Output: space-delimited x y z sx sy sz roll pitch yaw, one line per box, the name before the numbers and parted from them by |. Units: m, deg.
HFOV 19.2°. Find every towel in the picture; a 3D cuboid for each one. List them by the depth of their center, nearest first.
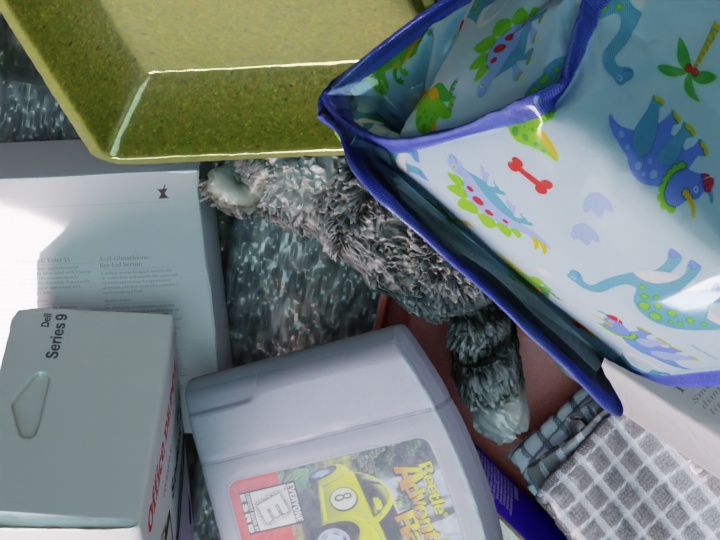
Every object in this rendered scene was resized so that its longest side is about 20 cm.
towel | 0.195 0.121 1.066 0.165 0.086 0.200 -39 99 11

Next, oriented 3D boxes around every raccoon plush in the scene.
raccoon plush | 0.000 0.000 1.050 0.133 0.097 0.201 -9 95 12

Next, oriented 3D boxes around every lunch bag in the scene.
lunch bag | 0.089 -0.035 0.868 0.170 0.200 0.128 42 67 -21

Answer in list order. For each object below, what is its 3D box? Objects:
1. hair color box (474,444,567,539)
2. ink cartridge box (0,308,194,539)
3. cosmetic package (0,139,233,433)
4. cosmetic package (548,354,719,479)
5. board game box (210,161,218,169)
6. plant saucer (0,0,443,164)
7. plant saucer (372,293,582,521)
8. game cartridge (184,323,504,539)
hair color box | 0.048 0.161 1.097 0.200 0.065 0.109 44 104 -9
ink cartridge box | -0.132 0.138 1.058 0.084 0.146 0.200 1 133 2
cosmetic package | -0.171 0.011 1.101 0.199 0.052 0.151 -2 119 4
cosmetic package | 0.162 0.029 0.975 0.102 0.200 0.074 -47 127 -7
board game box | -0.038 -0.079 1.096 0.199 0.023 0.105 10 108 0
plant saucer | -0.057 -0.125 0.940 0.199 0.048 0.200 -1 147 18
plant saucer | 0.091 0.114 1.133 0.199 0.037 0.200 12 106 1
game cartridge | 0.002 0.133 1.034 0.133 0.041 0.201 -16 92 13
